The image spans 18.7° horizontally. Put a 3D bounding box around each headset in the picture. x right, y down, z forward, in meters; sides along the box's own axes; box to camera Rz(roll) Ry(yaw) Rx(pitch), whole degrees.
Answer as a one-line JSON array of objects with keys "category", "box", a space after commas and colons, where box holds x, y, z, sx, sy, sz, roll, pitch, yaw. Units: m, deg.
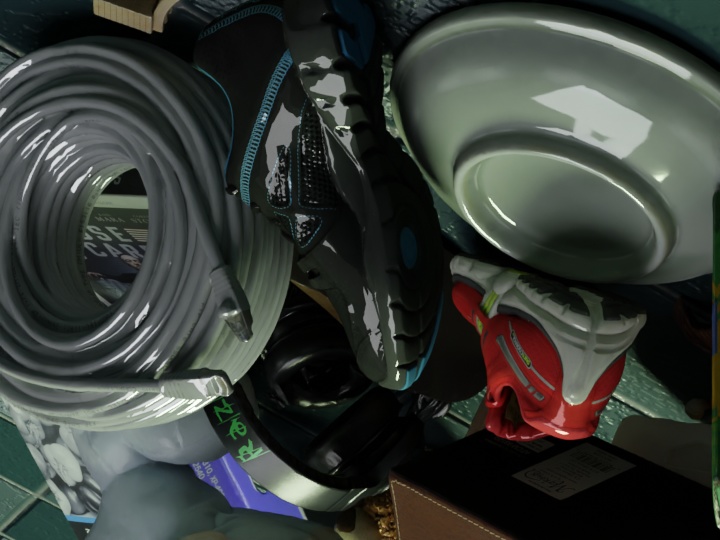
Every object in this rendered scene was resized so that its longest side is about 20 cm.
[{"category": "headset", "box": [-0.018, 0.080, 1.226, 0.200, 0.124, 0.094, -1, 146, -50]}]

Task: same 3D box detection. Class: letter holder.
[{"category": "letter holder", "box": [0.119, 0.176, 1.099, 0.200, 0.101, 0.142, 22, 126, 51]}]

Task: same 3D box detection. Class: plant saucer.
[{"category": "plant saucer", "box": [0.100, -0.043, 1.028, 0.200, 0.050, 0.200, 19, 152, 11]}]

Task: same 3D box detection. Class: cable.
[{"category": "cable", "box": [-0.127, -0.018, 1.110, 0.200, 0.200, 0.069, -14, 169, 33]}]

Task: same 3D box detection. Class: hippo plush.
[{"category": "hippo plush", "box": [-0.101, 0.125, 1.263, 0.200, 0.161, 0.159, -16, 168, 41]}]

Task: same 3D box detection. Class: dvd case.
[{"category": "dvd case", "box": [-0.114, -0.006, 1.256, 0.150, 0.025, 0.200, 3, 155, 35]}]

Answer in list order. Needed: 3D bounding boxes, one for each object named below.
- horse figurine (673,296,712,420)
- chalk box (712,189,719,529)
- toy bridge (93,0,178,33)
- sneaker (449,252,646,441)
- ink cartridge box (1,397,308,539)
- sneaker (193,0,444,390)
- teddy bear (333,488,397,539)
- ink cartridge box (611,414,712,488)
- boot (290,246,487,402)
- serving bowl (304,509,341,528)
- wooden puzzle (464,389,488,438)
[{"category": "horse figurine", "box": [0.252, 0.073, 1.112, 0.200, 0.050, 0.133, 28, 159, -12]}, {"category": "chalk box", "box": [0.218, 0.075, 0.953, 0.124, 0.200, 0.124, -3, 144, 12]}, {"category": "toy bridge", "box": [-0.085, -0.169, 0.980, 0.067, 0.027, 0.200, 20, 152, 3]}, {"category": "sneaker", "box": [0.080, 0.041, 1.093, 0.077, 0.085, 0.200, 15, -177, -8]}, {"category": "ink cartridge box", "box": [-0.128, 0.126, 1.377, 0.200, 0.043, 0.198, -6, 115, 46]}, {"category": "sneaker", "box": [-0.016, -0.037, 1.034, 0.082, 0.073, 0.200, -10, 105, 22]}, {"category": "teddy bear", "box": [0.014, 0.212, 1.313, 0.067, 0.145, 0.200, 4, 121, 2]}, {"category": "ink cartridge box", "box": [0.239, 0.161, 1.187, 0.200, 0.086, 0.148, 30, 165, -31]}, {"category": "boot", "box": [0.000, 0.000, 1.188, 0.200, 0.074, 0.075, 39, 177, -31]}, {"category": "serving bowl", "box": [0.011, 0.234, 1.461, 0.066, 0.200, 0.200, -37, 120, 23]}, {"category": "wooden puzzle", "box": [0.082, 0.171, 1.267, 0.037, 0.185, 0.200, 9, 149, 35]}]
